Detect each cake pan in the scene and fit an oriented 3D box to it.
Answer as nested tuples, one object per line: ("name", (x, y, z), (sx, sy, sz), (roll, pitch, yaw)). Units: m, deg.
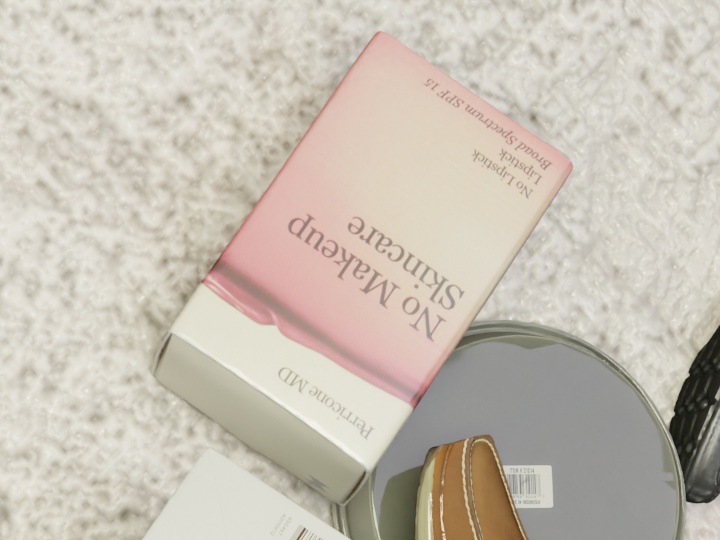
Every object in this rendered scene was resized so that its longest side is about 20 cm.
("cake pan", (0.085, 0.123, 1.546), (0.199, 0.037, 0.201), (2, 78, -10))

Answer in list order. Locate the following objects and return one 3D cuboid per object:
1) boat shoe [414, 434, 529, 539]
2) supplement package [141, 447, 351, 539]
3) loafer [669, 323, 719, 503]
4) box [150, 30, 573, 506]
("boat shoe", (0.083, 0.183, 1.465), (0.076, 0.074, 0.201), (-7, 85, -61))
("supplement package", (-0.057, 0.208, 1.393), (0.151, 0.200, 0.151), (33, 73, 6))
("loafer", (0.236, 0.048, 1.635), (0.070, 0.068, 0.201), (31, 72, -12))
("box", (0.000, 0.000, 1.484), (0.128, 0.109, 0.200), (34, 73, 1))
